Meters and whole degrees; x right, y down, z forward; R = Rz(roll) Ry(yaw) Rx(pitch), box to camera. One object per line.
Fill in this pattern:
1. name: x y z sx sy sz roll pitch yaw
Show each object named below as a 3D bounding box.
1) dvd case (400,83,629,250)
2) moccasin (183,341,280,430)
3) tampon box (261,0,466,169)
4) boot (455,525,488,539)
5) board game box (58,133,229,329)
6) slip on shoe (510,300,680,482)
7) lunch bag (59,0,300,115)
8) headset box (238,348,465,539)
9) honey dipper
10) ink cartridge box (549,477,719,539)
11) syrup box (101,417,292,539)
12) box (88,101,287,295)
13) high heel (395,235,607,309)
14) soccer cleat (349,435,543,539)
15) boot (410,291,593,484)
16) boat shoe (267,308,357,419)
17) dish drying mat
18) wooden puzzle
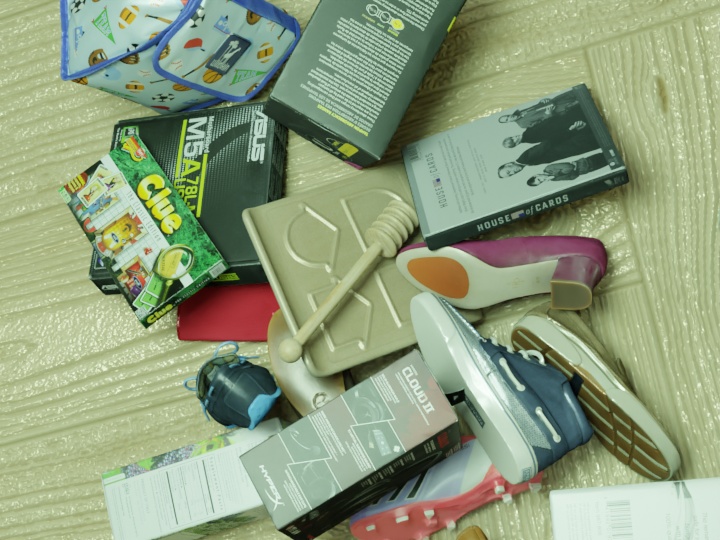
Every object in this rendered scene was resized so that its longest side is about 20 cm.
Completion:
1. dvd case: 0.144 -0.103 1.245 0.198 0.025 0.151 -19 40 7
2. moccasin: -0.123 0.105 1.237 0.068 0.200 0.081 39 74 -9
3. tampon box: 0.005 -0.220 1.279 0.125 0.150 0.202 29 87 -7
4. boot: 0.128 0.344 1.162 0.073 0.202 0.155 -8 33 -24
5. board game box: -0.223 -0.044 1.305 0.104 0.024 0.200 -35 58 -6
6. slip on shoe: 0.229 0.108 1.200 0.060 0.076 0.200 -35 67 -29
7. lunch bag: -0.185 -0.241 1.326 0.198 0.169 0.125 -13 75 31
8. headset box: 0.006 0.156 1.142 0.199 0.149 0.078 -30 73 -4
9. honey dipper: -0.013 0.013 1.216 0.038 0.038 0.200 29 63 21
10. ink cartridge box: 0.276 0.262 1.134 0.197 0.084 0.147 -7 76 16
11. syrup box: -0.148 0.216 1.279 0.198 0.079 0.082 -20 72 12
12. box: -0.178 -0.076 1.347 0.191 0.048 0.202 -5 60 17
13. high heel: 0.138 -0.009 1.246 0.198 0.096 0.068 12 124 13
14. soccer cleat: 0.080 0.202 1.227 0.198 0.067 0.077 -24 50 13
15. boot: 0.129 0.095 1.194 0.090 0.073 0.201 -24 71 -21
16. boat shoe: -0.033 0.131 1.267 0.070 0.070 0.202 -25 73 -1
17. dish drying mat: -0.097 0.036 1.339 0.197 0.018 0.078 -1 76 16
18. wooden puzzle: 0.000 0.000 1.270 0.198 0.046 0.187 -17 70 -23
